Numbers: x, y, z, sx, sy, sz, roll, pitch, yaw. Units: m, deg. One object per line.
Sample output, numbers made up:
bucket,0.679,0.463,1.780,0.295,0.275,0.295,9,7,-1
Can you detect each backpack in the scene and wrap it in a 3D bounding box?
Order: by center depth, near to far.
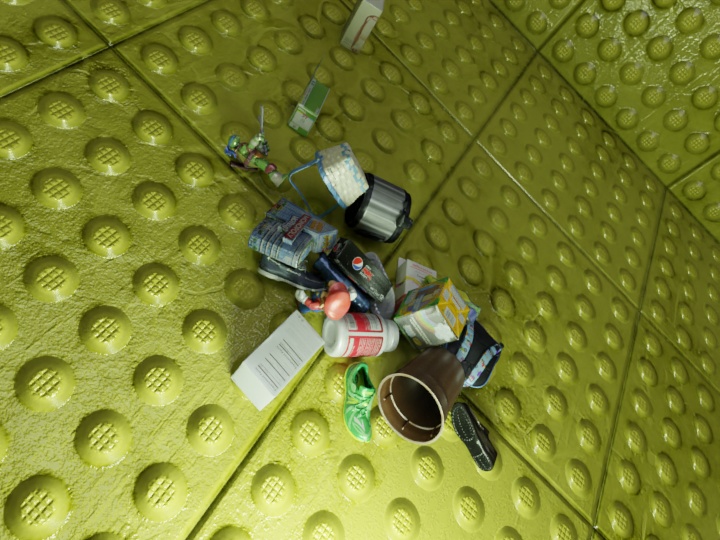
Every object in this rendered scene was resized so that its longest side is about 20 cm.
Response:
backpack,0.305,0.252,1.664,0.182,0.134,0.201,43,48,-4

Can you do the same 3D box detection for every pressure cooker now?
pressure cooker,0.068,-0.181,1.729,0.194,0.179,0.181,20,51,-20

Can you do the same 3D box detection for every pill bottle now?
pill bottle,0.003,0.173,1.525,0.194,0.112,0.116,5,60,-31

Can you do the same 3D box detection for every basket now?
basket,-0.086,-0.253,1.629,0.178,0.196,0.141,56,8,-42

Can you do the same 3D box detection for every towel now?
towel,-0.053,0.037,1.576,0.048,0.112,0.200,-43,95,2

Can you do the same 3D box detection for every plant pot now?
plant pot,0.175,0.316,1.517,0.202,0.200,0.197,51,40,4

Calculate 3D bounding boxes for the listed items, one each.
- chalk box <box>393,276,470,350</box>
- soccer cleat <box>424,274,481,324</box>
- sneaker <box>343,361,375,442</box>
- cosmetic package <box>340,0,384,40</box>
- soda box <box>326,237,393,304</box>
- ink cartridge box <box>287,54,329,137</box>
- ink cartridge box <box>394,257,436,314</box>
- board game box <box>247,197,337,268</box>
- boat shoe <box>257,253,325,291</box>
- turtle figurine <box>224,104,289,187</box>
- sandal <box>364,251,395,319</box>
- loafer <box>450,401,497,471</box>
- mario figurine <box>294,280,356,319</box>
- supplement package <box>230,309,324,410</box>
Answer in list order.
chalk box,0.183,0.127,1.579,0.126,0.196,0.125,53,44,-18
soccer cleat,0.268,0.077,1.664,0.083,0.066,0.200,-36,59,-18
sneaker,-0.002,0.331,1.449,0.072,0.083,0.207,8,61,-29
cosmetic package,0.005,-0.925,2.101,0.085,0.200,0.106,21,53,-18
soda box,0.000,0.000,1.565,0.200,0.063,0.072,45,74,-28
ink cartridge box,-0.144,-0.546,1.784,0.074,0.200,0.151,28,51,-14
ink cartridge box,0.169,0.048,1.736,0.113,0.067,0.206,21,54,-22
board game box,-0.170,-0.097,1.524,0.194,0.063,0.201,21,35,9
boat shoe,-0.179,0.001,1.526,0.194,0.064,0.075,19,12,-18
turtle figurine,-0.268,-0.347,1.621,0.194,0.143,0.202,45,60,-12
sandal,0.054,0.048,1.667,0.079,0.050,0.210,-13,80,2
loafer,0.322,0.460,1.605,0.070,0.072,0.205,-23,86,-45
mario figurine,-0.089,0.061,1.461,0.123,0.197,0.108,-44,109,-30
supplement package,-0.198,0.214,1.368,0.110,0.114,0.200,45,50,0
